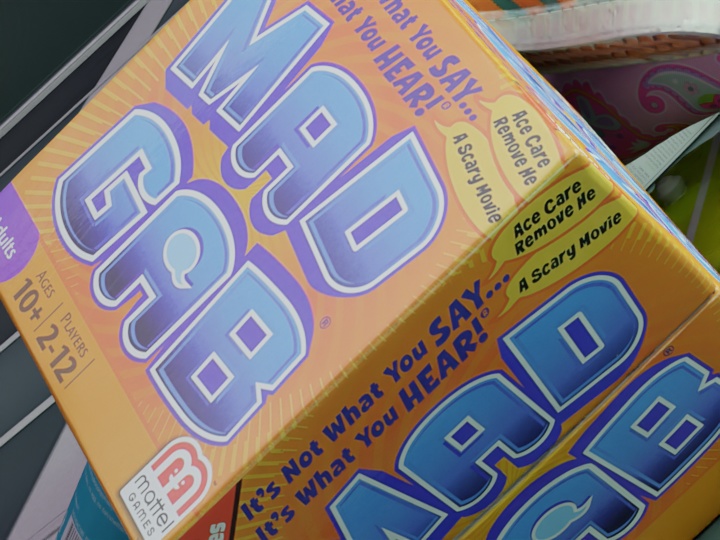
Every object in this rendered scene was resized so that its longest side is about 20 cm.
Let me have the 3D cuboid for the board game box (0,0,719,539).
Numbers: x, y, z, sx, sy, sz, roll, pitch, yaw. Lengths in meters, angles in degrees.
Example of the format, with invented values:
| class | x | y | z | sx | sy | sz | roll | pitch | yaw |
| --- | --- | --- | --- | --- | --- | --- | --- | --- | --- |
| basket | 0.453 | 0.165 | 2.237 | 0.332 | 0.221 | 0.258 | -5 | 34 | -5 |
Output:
| class | x | y | z | sx | sy | sz | roll | pitch | yaw |
| --- | --- | --- | --- | --- | --- | --- | --- | --- | --- |
| board game box | 0.012 | 0.017 | 0.932 | 0.200 | 0.200 | 0.200 | -44 | 45 | 8 |

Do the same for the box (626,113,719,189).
| class | x | y | z | sx | sy | sz | roll | pitch | yaw |
| --- | --- | --- | --- | --- | --- | --- | --- | --- | --- |
| box | 0.130 | -0.073 | 1.320 | 0.200 | 0.036 | 0.144 | -45 | 15 | 2 |

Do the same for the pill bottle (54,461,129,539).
| class | x | y | z | sx | sy | sz | roll | pitch | yaw |
| --- | --- | --- | --- | --- | --- | --- | --- | --- | --- |
| pill bottle | -0.069 | 0.090 | 1.166 | 0.111 | 0.110 | 0.201 | -80 | 14 | -66 |

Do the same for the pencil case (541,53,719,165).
| class | x | y | z | sx | sy | sz | roll | pitch | yaw |
| --- | --- | --- | --- | --- | --- | --- | --- | --- | --- |
| pencil case | 0.130 | -0.099 | 1.132 | 0.199 | 0.087 | 0.088 | -27 | 23 | 42 |

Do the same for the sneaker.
| class | x | y | z | sx | sy | sz | roll | pitch | yaw |
| --- | --- | --- | --- | --- | --- | --- | --- | --- | --- |
| sneaker | 0.082 | -0.131 | 1.080 | 0.199 | 0.071 | 0.081 | 0 | 84 | 40 |

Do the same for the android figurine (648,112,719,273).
| class | x | y | z | sx | sy | sz | roll | pitch | yaw |
| --- | --- | --- | --- | --- | --- | --- | --- | --- | --- |
| android figurine | 0.176 | -0.036 | 1.081 | 0.200 | 0.041 | 0.182 | -34 | 19 | 35 |
